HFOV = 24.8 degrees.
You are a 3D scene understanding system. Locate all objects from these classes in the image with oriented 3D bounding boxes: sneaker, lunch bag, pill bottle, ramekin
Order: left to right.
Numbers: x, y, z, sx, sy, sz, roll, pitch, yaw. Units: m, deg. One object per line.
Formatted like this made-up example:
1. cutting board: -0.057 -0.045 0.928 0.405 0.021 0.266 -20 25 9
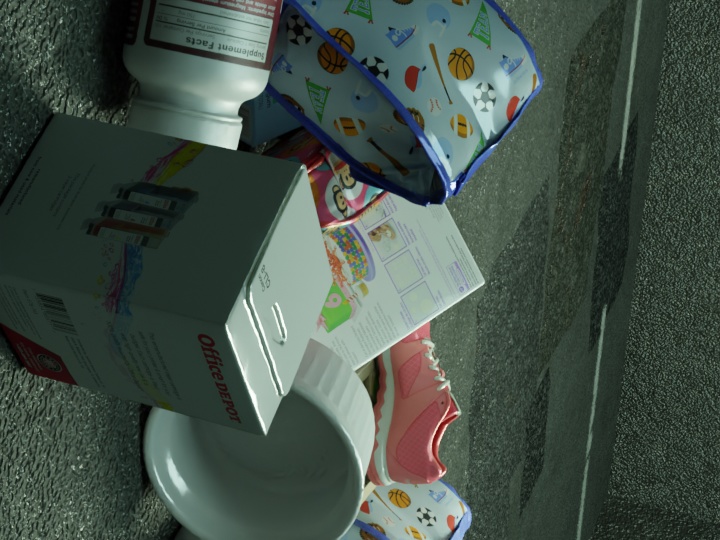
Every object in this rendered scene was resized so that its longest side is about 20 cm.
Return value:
1. pill bottle: -0.116 -0.196 1.229 0.113 0.113 0.201 -9 112 -71
2. ramekin: -0.082 0.148 1.449 0.098 0.200 0.201 -61 157 -58
3. lunch bag: -0.055 -0.072 1.435 0.200 0.176 0.082 -40 105 -50
4. lunch bag: 0.002 0.276 1.751 0.170 0.199 0.124 -40 140 -63
5. lunch bag: 0.034 -0.164 1.335 0.170 0.200 0.124 -50 180 -35
6. sneaker: 0.061 0.115 1.609 0.074 0.086 0.201 22 74 -69

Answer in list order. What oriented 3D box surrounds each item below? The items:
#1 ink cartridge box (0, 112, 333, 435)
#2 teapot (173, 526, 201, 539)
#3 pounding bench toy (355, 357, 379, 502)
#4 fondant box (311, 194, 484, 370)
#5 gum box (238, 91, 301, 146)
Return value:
1. ink cartridge box: -0.140 0.002 1.155 0.146 0.199 0.145 78 31 -54
2. teapot: -0.105 0.328 1.579 0.200 0.146 0.198 -23 125 -69
3. pounding bench toy: -0.031 0.126 1.669 0.200 0.124 0.157 -41 133 -61
4. fondant box: 0.000 0.000 1.538 0.200 0.058 0.145 -32 101 -24
5. gum box: -0.034 -0.222 1.448 0.200 0.044 0.170 -27 132 -37
